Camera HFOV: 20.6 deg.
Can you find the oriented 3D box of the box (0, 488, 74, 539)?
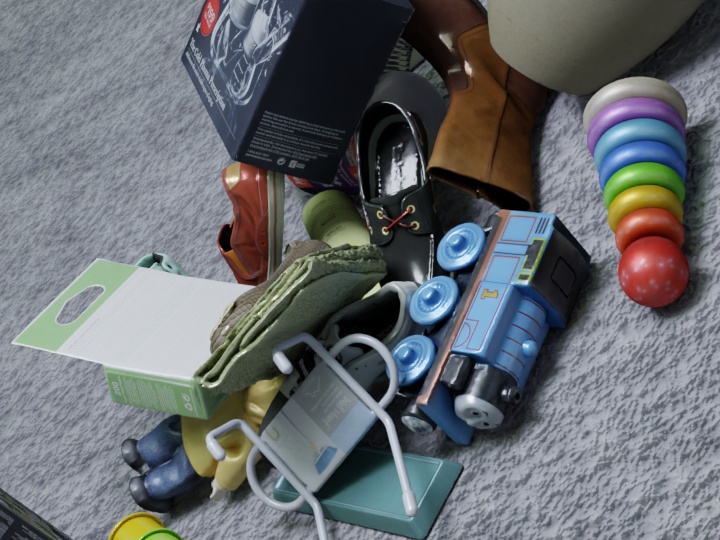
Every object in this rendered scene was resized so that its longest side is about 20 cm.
[{"bbox_3d":[-0.299,0.235,1.741,0.044,0.200,0.160,-52,33,-8],"label":"box"}]

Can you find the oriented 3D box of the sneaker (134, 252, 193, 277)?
[{"bbox_3d":[-0.162,0.056,1.848,0.074,0.118,0.200,-44,33,2],"label":"sneaker"}]

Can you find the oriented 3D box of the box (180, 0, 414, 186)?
[{"bbox_3d":[-0.061,-0.210,1.765,0.183,0.104,0.200,-63,31,23],"label":"box"}]

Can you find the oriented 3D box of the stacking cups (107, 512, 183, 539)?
[{"bbox_3d":[-0.142,0.266,1.667,0.061,0.060,0.200,-53,37,-9],"label":"stacking cups"}]

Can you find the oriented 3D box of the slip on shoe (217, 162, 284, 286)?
[{"bbox_3d":[-0.101,-0.022,1.817,0.061,0.201,0.074,1,43,-3],"label":"slip on shoe"}]

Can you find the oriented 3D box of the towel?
[{"bbox_3d":[-0.053,0.040,1.619,0.148,0.036,0.200,-47,-9,14],"label":"towel"}]

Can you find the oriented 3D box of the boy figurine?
[{"bbox_3d":[-0.121,0.136,1.755,0.200,0.064,0.125,-32,57,21],"label":"boy figurine"}]

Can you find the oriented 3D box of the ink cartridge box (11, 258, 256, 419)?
[{"bbox_3d":[-0.185,0.058,1.755,0.199,0.048,0.146,8,36,28],"label":"ink cartridge box"}]

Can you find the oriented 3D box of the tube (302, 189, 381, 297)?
[{"bbox_3d":[0.000,0.000,1.783,0.200,0.052,0.058,-118,40,-49],"label":"tube"}]

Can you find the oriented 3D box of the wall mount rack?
[{"bbox_3d":[-0.029,0.153,1.573,0.074,0.174,0.200,-27,-21,-53],"label":"wall mount rack"}]

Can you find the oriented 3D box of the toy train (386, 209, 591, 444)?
[{"bbox_3d":[0.100,0.043,1.583,0.114,0.087,0.201,5,61,42],"label":"toy train"}]

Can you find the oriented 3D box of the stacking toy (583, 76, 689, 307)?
[{"bbox_3d":[0.223,-0.054,1.557,0.085,0.085,0.201,-27,44,30],"label":"stacking toy"}]

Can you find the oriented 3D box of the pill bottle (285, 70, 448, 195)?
[{"bbox_3d":[-0.018,-0.127,1.879,0.199,0.111,0.112,0,55,50],"label":"pill bottle"}]

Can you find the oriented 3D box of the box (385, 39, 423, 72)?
[{"bbox_3d":[-0.009,-0.213,1.992,0.200,0.082,0.068,-42,33,13],"label":"box"}]

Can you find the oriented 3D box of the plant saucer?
[{"bbox_3d":[-0.001,0.172,1.625,0.200,0.019,0.070,3,57,53],"label":"plant saucer"}]

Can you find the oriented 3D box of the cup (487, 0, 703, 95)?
[{"bbox_3d":[0.187,-0.237,1.708,0.144,0.199,0.201,-63,25,25],"label":"cup"}]

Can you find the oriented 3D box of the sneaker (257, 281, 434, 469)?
[{"bbox_3d":[-0.023,0.079,1.637,0.200,0.088,0.074,-48,65,5],"label":"sneaker"}]

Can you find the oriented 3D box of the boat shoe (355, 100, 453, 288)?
[{"bbox_3d":[0.033,-0.049,1.715,0.073,0.063,0.202,-14,69,21],"label":"boat shoe"}]

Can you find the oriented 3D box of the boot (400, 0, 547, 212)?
[{"bbox_3d":[0.076,-0.151,1.736,0.068,0.188,0.201,-40,27,44],"label":"boot"}]

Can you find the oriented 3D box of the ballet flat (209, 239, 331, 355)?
[{"bbox_3d":[-0.079,0.019,1.695,0.067,0.046,0.200,-49,-5,36],"label":"ballet flat"}]
